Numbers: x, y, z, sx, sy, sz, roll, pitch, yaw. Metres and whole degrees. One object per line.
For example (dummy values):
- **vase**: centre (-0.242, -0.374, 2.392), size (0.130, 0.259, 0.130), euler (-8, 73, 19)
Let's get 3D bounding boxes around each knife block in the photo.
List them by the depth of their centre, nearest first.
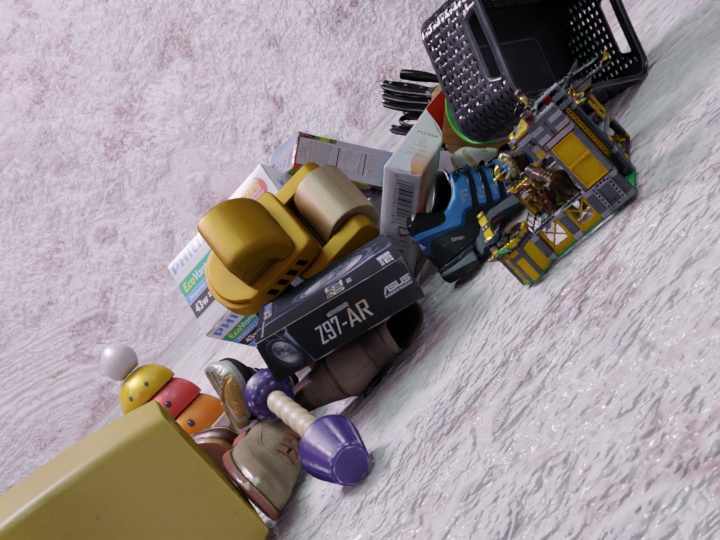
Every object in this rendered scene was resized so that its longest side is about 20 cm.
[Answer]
- **knife block**: centre (0.127, -0.210, 1.256), size (0.199, 0.175, 0.064), euler (-36, 14, 46)

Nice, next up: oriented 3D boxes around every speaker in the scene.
- **speaker**: centre (0.182, -0.207, 1.127), size (0.199, 0.089, 0.088), euler (-31, -1, -36)

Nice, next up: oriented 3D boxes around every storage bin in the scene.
- **storage bin**: centre (0.174, -0.221, 1.019), size (0.198, 0.137, 0.093), euler (-17, -9, -36)

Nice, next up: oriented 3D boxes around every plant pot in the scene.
- **plant pot**: centre (-0.192, 0.228, 0.884), size (0.176, 0.201, 0.200), euler (-43, 9, -11)

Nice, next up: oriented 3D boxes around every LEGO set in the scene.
- **LEGO set**: centre (0.151, -0.097, 0.871), size (0.153, 0.116, 0.201), euler (-40, 12, 37)

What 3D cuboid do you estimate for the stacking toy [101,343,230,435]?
- **stacking toy**: centre (-0.280, 0.180, 1.392), size (0.146, 0.200, 0.146), euler (-46, 2, 2)

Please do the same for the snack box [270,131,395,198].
- **snack box**: centre (-0.040, -0.136, 1.381), size (0.200, 0.140, 0.054), euler (179, 103, -75)

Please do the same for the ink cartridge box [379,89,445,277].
- **ink cartridge box**: centre (0.078, -0.096, 1.186), size (0.201, 0.049, 0.164), euler (-53, -26, -46)

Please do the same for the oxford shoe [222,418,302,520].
- **oxford shoe**: centre (-0.082, 0.173, 0.976), size (0.075, 0.071, 0.200), euler (-41, 11, 1)

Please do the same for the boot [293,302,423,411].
- **boot**: centre (0.002, 0.072, 1.048), size (0.145, 0.070, 0.201), euler (-36, 15, 23)

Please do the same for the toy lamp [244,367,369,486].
- **toy lamp**: centre (-0.048, 0.138, 0.905), size (0.058, 0.058, 0.199), euler (-48, 24, -9)

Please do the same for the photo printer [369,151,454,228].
- **photo printer**: centre (0.090, -0.138, 1.442), size (0.166, 0.069, 0.201), euler (-36, 15, 52)

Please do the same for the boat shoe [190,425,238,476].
- **boat shoe**: centre (-0.196, 0.228, 1.239), size (0.199, 0.070, 0.071), euler (-38, 17, 44)

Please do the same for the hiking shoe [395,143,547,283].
- **hiking shoe**: centre (0.122, -0.085, 1.043), size (0.201, 0.087, 0.074), euler (-53, 12, -31)

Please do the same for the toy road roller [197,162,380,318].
- **toy road roller**: centre (-0.089, -0.038, 1.138), size (0.200, 0.123, 0.146), euler (-45, -33, 2)

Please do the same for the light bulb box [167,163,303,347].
- **light bulb box**: centre (-0.109, -0.007, 1.354), size (0.198, 0.125, 0.199), euler (-45, -30, 16)

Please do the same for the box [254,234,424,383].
- **box**: centre (-0.025, 0.032, 1.016), size (0.159, 0.044, 0.200), euler (-31, 9, 1)

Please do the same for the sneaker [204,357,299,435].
- **sneaker**: centre (-0.109, 0.126, 1.096), size (0.087, 0.076, 0.201), euler (-30, -18, -11)

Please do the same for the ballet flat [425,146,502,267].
- **ballet flat**: centre (0.117, -0.088, 1.124), size (0.068, 0.072, 0.201), euler (-26, 23, 55)
